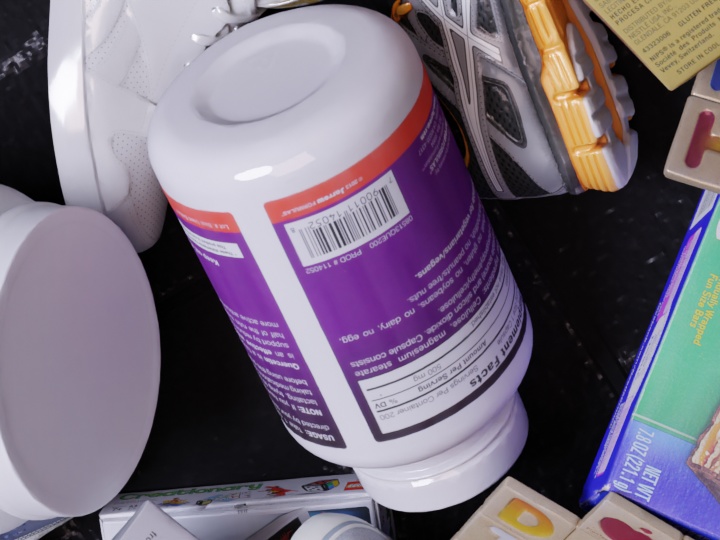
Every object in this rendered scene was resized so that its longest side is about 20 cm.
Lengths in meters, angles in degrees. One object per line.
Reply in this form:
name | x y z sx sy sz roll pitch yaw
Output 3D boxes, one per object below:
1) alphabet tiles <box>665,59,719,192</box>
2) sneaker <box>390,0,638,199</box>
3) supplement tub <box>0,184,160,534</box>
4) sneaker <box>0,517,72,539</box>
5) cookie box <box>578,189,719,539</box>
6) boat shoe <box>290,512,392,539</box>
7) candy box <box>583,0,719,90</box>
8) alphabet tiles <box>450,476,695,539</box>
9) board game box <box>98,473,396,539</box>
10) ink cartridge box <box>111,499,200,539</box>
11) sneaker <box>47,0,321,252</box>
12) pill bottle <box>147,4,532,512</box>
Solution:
alphabet tiles | 0.217 -0.073 0.985 0.166 0.006 0.200 18 76 8
sneaker | 0.044 -0.117 1.030 0.077 0.078 0.200 -16 99 25
supplement tub | -0.198 0.036 1.045 0.200 0.145 0.146 0 106 27
sneaker | -0.187 0.136 1.139 0.200 0.077 0.085 -27 109 22
cookie box | 0.213 0.053 1.017 0.200 0.075 0.171 23 81 1
boat shoe | 0.037 0.180 1.081 0.071 0.070 0.201 4 135 44
candy box | 0.067 -0.171 0.946 0.056 0.117 0.200 -35 125 19
alphabet tiles | 0.111 0.151 1.054 0.166 0.006 0.200 31 151 -1
board game box | -0.038 0.193 1.143 0.126 0.035 0.200 -5 104 11
ink cartridge box | -0.050 0.205 1.053 0.200 0.084 0.146 38 149 -3
sneaker | -0.064 -0.099 1.049 0.115 0.074 0.200 3 104 11
pill bottle | 0.000 0.000 1.028 0.112 0.113 0.200 -16 125 12
